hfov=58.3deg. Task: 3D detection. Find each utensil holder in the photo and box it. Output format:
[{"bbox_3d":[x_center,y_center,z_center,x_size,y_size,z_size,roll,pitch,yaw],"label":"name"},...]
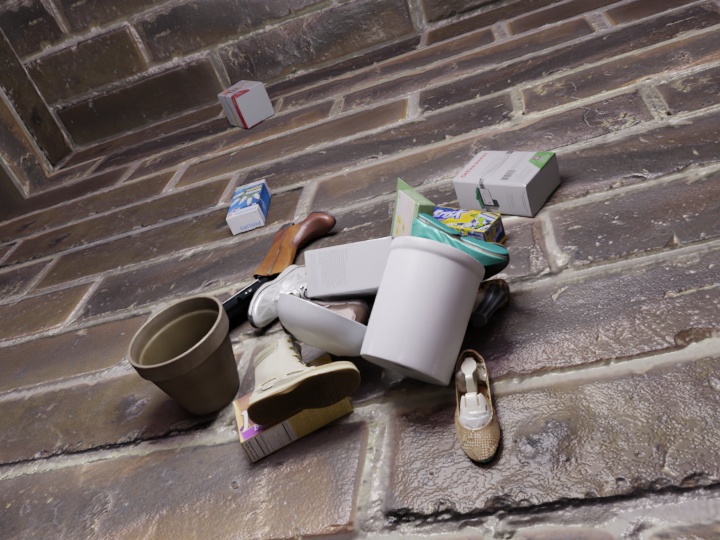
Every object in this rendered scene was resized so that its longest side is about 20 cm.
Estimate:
[{"bbox_3d":[0.101,0.071,1.078,0.168,0.169,0.204,9,75,42],"label":"utensil holder"}]

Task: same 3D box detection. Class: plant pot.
[{"bbox_3d":[-0.322,0.179,1.254,0.196,0.176,0.201,-17,30,10],"label":"plant pot"}]

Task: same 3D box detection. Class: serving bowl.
[{"bbox_3d":[-0.066,0.109,1.164,0.198,0.199,0.067,14,79,45],"label":"serving bowl"}]

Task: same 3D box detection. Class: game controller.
[{"bbox_3d":[-0.290,0.082,1.468,0.198,0.042,0.104,-35,-3,-15],"label":"game controller"}]

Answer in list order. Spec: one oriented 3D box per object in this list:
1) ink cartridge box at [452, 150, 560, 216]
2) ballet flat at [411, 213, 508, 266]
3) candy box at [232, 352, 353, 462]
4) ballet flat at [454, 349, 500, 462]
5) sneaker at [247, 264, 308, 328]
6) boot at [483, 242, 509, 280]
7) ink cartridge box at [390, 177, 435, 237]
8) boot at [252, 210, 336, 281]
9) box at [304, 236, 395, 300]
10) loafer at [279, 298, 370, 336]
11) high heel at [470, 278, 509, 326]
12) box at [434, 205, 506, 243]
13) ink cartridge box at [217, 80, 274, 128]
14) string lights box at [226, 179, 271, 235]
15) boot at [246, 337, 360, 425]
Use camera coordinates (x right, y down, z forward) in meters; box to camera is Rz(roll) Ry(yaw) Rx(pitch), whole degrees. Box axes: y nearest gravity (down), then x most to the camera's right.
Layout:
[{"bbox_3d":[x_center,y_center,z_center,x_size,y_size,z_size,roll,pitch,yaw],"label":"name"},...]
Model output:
[{"bbox_3d":[0.334,-0.204,1.483,0.198,0.085,0.146,12,45,44],"label":"ink cartridge box"},{"bbox_3d":[0.174,-0.037,1.162,0.198,0.072,0.067,28,20,31],"label":"ballet flat"},{"bbox_3d":[-0.122,0.240,1.144,0.197,0.057,0.117,-25,31,-5],"label":"candy box"},{"bbox_3d":[0.172,0.199,0.998,0.069,0.066,0.202,-15,32,11],"label":"ballet flat"},{"bbox_3d":[-0.157,0.055,1.428,0.114,0.077,0.201,2,37,38],"label":"sneaker"},{"bbox_3d":[0.197,-0.020,1.268,0.197,0.074,0.151,-21,9,20],"label":"boot"},{"bbox_3d":[0.096,-0.111,1.444,0.047,0.149,0.200,-2,25,-22],"label":"ink cartridge box"},{"bbox_3d":[-0.164,-0.062,1.618,0.185,0.069,0.202,-8,35,24],"label":"boot"},{"bbox_3d":[0.000,0.000,1.333,0.196,0.100,0.124,-8,-8,23],"label":"box"},{"bbox_3d":[-0.079,0.102,1.306,0.196,0.074,0.072,-11,32,20],"label":"loafer"},{"bbox_3d":[0.180,0.058,1.223,0.197,0.073,0.142,-1,26,38],"label":"high heel"},{"bbox_3d":[0.214,-0.090,1.411,0.198,0.065,0.070,14,46,45],"label":"box"},{"bbox_3d":[-0.488,-0.707,2.740,0.144,0.147,0.199,-36,32,-21],"label":"ink cartridge box"},{"bbox_3d":[-0.333,-0.192,1.937,0.101,0.060,0.201,-16,32,9],"label":"string lights box"},{"bbox_3d":[-0.100,0.172,1.114,0.196,0.073,0.156,-21,29,5],"label":"boot"}]
